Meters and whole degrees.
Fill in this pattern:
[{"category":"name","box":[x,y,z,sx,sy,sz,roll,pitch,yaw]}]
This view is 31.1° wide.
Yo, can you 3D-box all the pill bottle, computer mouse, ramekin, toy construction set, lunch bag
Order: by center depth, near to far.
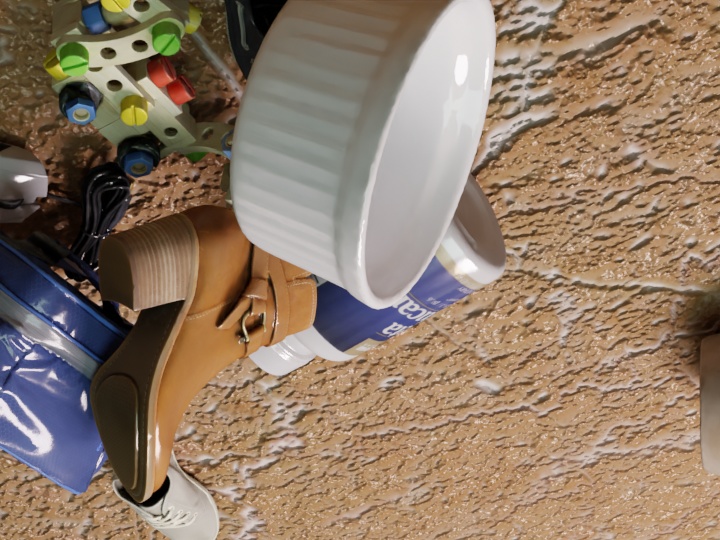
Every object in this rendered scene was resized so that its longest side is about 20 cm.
[{"category":"ramekin","box":[0.002,-0.086,0.792,0.097,0.201,0.201,19,141,18]},{"category":"toy construction set","box":[-0.126,-0.123,0.840,0.131,0.092,0.200,-24,125,18]},{"category":"lunch bag","box":[-0.233,0.048,0.904,0.133,0.136,0.200,-52,146,-10]},{"category":"computer mouse","box":[-0.265,-0.056,0.922,0.199,0.044,0.110,18,134,-25]},{"category":"pill bottle","box":[0.000,0.000,0.969,0.199,0.112,0.111,-30,133,24]}]

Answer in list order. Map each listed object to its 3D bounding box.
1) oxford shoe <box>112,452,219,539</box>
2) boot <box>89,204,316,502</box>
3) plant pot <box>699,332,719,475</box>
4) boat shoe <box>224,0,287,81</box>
[{"category":"oxford shoe","box":[-0.186,0.218,1.223,0.075,0.058,0.201,-14,139,4]},{"category":"boot","box":[-0.100,0.054,0.883,0.154,0.074,0.201,-13,119,-40]},{"category":"plant pot","box":[0.382,0.116,1.110,0.172,0.201,0.201,0,140,17]},{"category":"boat shoe","box":[-0.054,-0.155,0.827,0.072,0.063,0.201,-10,138,4]}]
